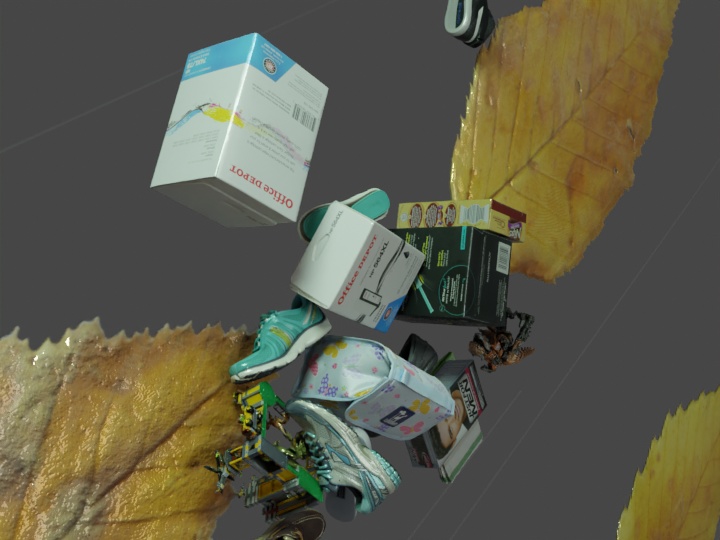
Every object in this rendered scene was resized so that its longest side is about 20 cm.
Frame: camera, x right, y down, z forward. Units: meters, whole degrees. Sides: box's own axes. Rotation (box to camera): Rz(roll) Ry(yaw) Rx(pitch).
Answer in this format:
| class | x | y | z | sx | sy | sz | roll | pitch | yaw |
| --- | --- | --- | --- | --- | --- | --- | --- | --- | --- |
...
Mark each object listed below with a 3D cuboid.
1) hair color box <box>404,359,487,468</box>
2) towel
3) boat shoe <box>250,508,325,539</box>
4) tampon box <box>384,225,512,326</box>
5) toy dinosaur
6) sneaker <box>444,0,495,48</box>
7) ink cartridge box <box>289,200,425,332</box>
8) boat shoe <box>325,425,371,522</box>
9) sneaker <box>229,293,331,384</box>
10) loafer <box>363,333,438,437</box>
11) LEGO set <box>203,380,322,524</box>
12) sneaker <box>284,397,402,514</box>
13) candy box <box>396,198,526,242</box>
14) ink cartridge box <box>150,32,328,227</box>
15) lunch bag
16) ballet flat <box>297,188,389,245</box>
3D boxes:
| class | x | y | z | sx | sy | sz | roll | pitch | yaw |
| --- | --- | --- | --- | --- | --- | --- | --- | --- | --- |
| hair color box | 0.148 | 0.250 | 1.455 | 0.200 | 0.060 | 0.100 | -38 | 115 | -48 |
| towel | 0.162 | 0.276 | 1.546 | 0.149 | 0.030 | 0.202 | -40 | 116 | -44 |
| boat shoe | -0.112 | 0.406 | 1.190 | 0.199 | 0.071 | 0.073 | -10 | 96 | -48 |
| tampon box | 0.134 | 0.011 | 1.385 | 0.126 | 0.198 | 0.152 | 15 | 80 | -47 |
| toy dinosaur | 0.288 | 0.143 | 1.662 | 0.200 | 0.101 | 0.137 | 16 | 92 | -65 |
| sneaker | 0.225 | -0.535 | 1.608 | 0.111 | 0.072 | 0.203 | 20 | 82 | -50 |
| ink cartridge box | 0.000 | 0.000 | 1.256 | 0.147 | 0.084 | 0.200 | -62 | 150 | 1 |
| boat shoe | -0.017 | 0.302 | 1.271 | 0.066 | 0.073 | 0.202 | -57 | 165 | -50 |
| sneaker | -0.126 | 0.100 | 1.199 | 0.080 | 0.077 | 0.200 | 57 | 42 | -5 |
| loafer | 0.058 | 0.195 | 1.402 | 0.070 | 0.068 | 0.201 | 45 | 59 | -13 |
| LEGO set | -0.140 | 0.263 | 1.163 | 0.200 | 0.115 | 0.155 | 44 | 29 | -43 |
| sneaker | -0.036 | 0.259 | 1.143 | 0.200 | 0.078 | 0.087 | 42 | 73 | -5 |
| candy box | 0.174 | -0.083 | 1.432 | 0.116 | 0.198 | 0.057 | 15 | 79 | -47 |
| ink cartridge box | -0.159 | -0.178 | 1.096 | 0.146 | 0.145 | 0.202 | 29 | 68 | -45 |
| lunch bag | 0.022 | 0.181 | 1.254 | 0.169 | 0.198 | 0.129 | 34 | 64 | -43 |
| ballet flat | -0.035 | -0.077 | 1.296 | 0.199 | 0.069 | 0.070 | -27 | 109 | -41 |
